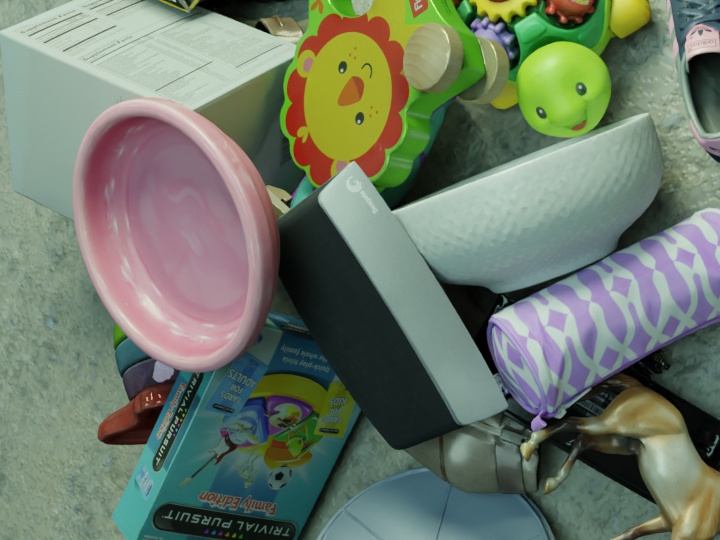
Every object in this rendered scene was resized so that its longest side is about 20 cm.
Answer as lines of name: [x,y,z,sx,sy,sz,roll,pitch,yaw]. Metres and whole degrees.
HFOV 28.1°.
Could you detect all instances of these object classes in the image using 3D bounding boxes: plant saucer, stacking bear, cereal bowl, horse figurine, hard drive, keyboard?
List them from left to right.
stacking bear: [-0.163,0.035,1.221,0.121,0.113,0.201,-35,58,50]
plant saucer: [-0.127,-0.028,1.038,0.200,0.051,0.202,19,119,38]
hard drive: [0.011,0.033,1.024,0.200,0.042,0.135,58,148,-1]
cereal bowl: [0.123,-0.039,1.021,0.199,0.200,0.084,-19,95,27]
keyboard: [0.177,0.088,1.057,0.199,0.040,0.104,31,95,8]
horse figurine: [0.197,0.143,1.005,0.132,0.050,0.200,-32,78,-3]

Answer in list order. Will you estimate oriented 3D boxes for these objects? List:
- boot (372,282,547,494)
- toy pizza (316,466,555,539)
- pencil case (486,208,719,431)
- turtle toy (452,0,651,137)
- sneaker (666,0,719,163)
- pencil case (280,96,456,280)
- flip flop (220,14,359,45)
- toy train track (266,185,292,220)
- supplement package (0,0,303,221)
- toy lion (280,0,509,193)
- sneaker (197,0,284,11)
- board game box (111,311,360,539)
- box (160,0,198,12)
boot: [0.098,0.069,1.103,0.146,0.070,0.201,16,90,20]
toy pizza: [0.052,0.236,1.083,0.199,0.032,0.201,-10,47,11]
pencil case: [0.183,0.031,0.994,0.199,0.084,0.086,-27,71,-9]
turtle toy: [0.131,-0.186,1.063,0.145,0.101,0.201,-31,68,24]
sneaker: [0.249,-0.172,1.014,0.070,0.082,0.201,-19,79,27]
pencil case: [-0.006,-0.081,1.148,0.092,0.085,0.201,26,102,-18]
flip flop: [-0.075,-0.183,1.209,0.199,0.057,0.082,11,93,29]
toy train track: [0.000,0.000,1.081,0.200,0.032,0.115,40,141,22]
supplement package: [-0.167,-0.121,1.175,0.199,0.151,0.152,25,130,27]
toy lion: [0.008,-0.161,1.062,0.191,0.068,0.201,-28,66,40]
sneaker: [-0.108,-0.276,1.225,0.199,0.078,0.091,-4,76,25]
board game box: [-0.087,0.133,1.145,0.047,0.151,0.201,39,107,50]
box: [-0.144,-0.323,1.204,0.159,0.049,0.200,27,75,34]
